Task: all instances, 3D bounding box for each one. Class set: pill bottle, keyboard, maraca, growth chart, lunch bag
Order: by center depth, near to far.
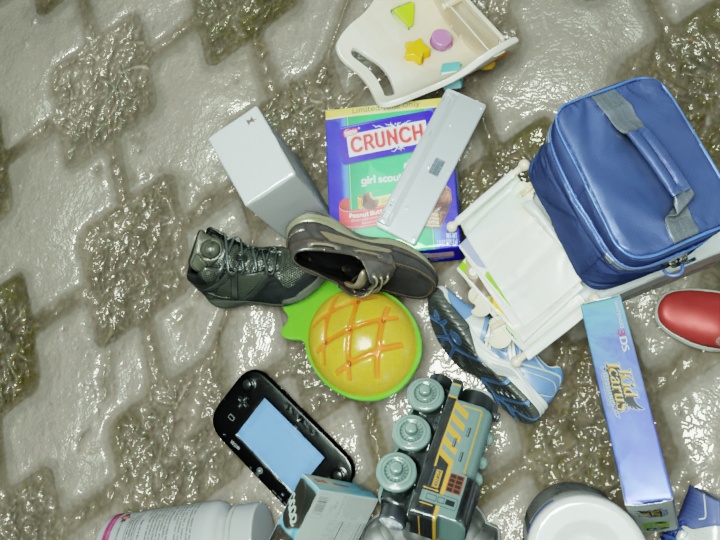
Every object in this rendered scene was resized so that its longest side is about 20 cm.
[{"bbox_3d":[0.270,-0.082,0.699,0.135,0.132,0.202,-22,72,-5],"label":"lunch bag"},{"bbox_3d":[0.227,0.283,0.723,0.112,0.200,0.115,-2,78,12],"label":"pill bottle"},{"bbox_3d":[0.176,-0.005,0.791,0.144,0.018,0.202,-35,70,28],"label":"growth chart"},{"bbox_3d":[-0.210,0.344,0.844,0.198,0.113,0.115,-11,76,9],"label":"pill bottle"},{"bbox_3d":[0.088,-0.131,0.861,0.056,0.011,0.201,27,83,6],"label":"keyboard"},{"bbox_3d":[-0.013,0.077,0.866,0.199,0.107,0.137,35,78,27],"label":"maraca"}]

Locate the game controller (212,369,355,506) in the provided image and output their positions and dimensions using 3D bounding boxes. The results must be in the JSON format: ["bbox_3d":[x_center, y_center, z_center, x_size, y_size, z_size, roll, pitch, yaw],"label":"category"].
[{"bbox_3d":[-0.100,0.223,0.885,0.200,0.042,0.105,41,89,17],"label":"game controller"}]

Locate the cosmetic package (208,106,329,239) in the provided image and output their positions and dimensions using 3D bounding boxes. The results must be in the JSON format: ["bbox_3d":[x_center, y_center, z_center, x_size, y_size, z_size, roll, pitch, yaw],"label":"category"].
[{"bbox_3d":[-0.104,-0.109,0.872,0.071,0.200,0.102,-32,73,3],"label":"cosmetic package"}]

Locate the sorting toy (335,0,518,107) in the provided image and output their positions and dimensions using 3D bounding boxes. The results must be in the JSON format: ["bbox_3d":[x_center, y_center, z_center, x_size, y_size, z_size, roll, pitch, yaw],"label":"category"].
[{"bbox_3d":[0.070,-0.296,0.905,0.179,0.107,0.201,-32,71,-9],"label":"sorting toy"}]

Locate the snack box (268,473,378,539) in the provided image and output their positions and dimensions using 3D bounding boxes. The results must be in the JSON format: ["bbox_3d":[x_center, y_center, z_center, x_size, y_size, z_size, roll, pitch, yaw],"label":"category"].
[{"bbox_3d":[-0.067,0.341,0.807,0.037,0.116,0.202,26,88,43],"label":"snack box"}]

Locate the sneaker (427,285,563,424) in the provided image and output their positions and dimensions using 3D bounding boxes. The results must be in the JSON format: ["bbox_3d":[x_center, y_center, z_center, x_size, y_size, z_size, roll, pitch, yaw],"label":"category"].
[{"bbox_3d":[0.161,0.092,0.853,0.077,0.076,0.200,-36,72,-21],"label":"sneaker"}]

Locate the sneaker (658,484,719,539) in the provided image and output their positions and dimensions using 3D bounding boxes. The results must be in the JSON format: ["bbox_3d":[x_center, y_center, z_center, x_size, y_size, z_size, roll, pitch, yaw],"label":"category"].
[{"bbox_3d":[0.328,0.331,0.755,0.114,0.081,0.202,14,83,12],"label":"sneaker"}]

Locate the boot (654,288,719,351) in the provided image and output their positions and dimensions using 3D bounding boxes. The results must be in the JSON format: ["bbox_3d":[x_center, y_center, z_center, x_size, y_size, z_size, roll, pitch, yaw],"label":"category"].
[{"bbox_3d":[0.435,0.057,0.758,0.198,0.144,0.073,15,83,15],"label":"boot"}]

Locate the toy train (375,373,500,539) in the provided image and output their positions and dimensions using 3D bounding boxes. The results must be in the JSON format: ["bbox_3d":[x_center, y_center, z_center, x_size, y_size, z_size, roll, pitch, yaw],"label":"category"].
[{"bbox_3d":[0.091,0.212,0.799,0.113,0.086,0.201,14,50,17],"label":"toy train"}]

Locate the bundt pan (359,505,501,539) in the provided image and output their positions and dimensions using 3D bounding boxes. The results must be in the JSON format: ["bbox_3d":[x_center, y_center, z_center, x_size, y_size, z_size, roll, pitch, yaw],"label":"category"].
[{"bbox_3d":[0.080,0.362,0.802,0.199,0.076,0.204,-2,79,10],"label":"bundt pan"}]

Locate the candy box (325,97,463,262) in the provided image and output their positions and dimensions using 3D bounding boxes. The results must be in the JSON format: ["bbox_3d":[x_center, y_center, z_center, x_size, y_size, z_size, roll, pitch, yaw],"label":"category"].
[{"bbox_3d":[0.045,-0.113,0.906,0.167,0.077,0.203,-5,77,9],"label":"candy box"}]

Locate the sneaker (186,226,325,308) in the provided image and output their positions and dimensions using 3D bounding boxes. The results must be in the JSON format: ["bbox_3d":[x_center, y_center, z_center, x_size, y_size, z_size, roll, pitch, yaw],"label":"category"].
[{"bbox_3d":[-0.140,-0.006,0.879,0.197,0.114,0.077,-6,62,26],"label":"sneaker"}]

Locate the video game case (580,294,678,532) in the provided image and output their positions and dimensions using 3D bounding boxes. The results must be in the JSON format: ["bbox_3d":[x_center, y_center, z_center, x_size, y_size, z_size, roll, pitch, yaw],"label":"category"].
[{"bbox_3d":[0.281,0.155,0.723,0.045,0.181,0.202,-14,59,18],"label":"video game case"}]

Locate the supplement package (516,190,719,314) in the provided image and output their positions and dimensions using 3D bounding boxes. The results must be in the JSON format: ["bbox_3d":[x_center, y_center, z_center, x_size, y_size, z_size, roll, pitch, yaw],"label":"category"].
[{"bbox_3d":[0.305,-0.049,0.823,0.198,0.111,0.157,-23,75,6],"label":"supplement package"}]

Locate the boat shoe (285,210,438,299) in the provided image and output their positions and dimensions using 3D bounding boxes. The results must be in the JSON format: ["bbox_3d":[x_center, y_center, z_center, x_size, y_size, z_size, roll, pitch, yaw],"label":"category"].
[{"bbox_3d":[0.000,0.000,0.827,0.198,0.075,0.074,19,43,-13],"label":"boat shoe"}]
